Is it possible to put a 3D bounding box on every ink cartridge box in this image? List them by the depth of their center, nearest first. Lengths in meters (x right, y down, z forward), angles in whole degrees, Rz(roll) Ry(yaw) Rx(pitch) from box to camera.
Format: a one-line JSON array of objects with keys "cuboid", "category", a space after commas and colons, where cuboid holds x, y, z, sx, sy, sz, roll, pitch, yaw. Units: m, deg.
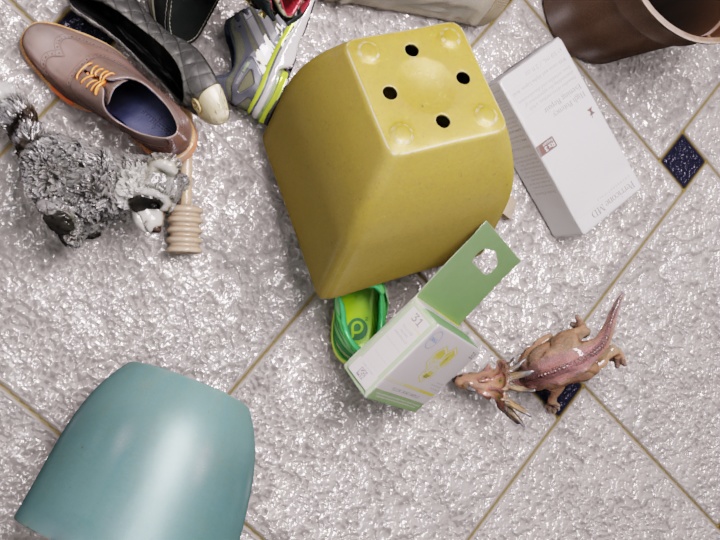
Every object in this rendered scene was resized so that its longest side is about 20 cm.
[{"cuboid": [0.090, 0.056, 0.833, 0.200, 0.145, 0.048, -44, 62, 8], "category": "ink cartridge box"}]

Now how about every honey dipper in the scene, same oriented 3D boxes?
[{"cuboid": [-0.178, -0.119, 0.828, 0.037, 0.038, 0.204, 2, 88, -17], "category": "honey dipper"}]

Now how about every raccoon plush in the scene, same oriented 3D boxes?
[{"cuboid": [-0.251, -0.117, 0.761, 0.133, 0.097, 0.202, -30, 99, -4], "category": "raccoon plush"}]

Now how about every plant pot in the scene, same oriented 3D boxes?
[{"cuboid": [-0.187, 0.182, 0.749, 0.198, 0.200, 0.163, 26, 71, -16], "category": "plant pot"}, {"cuboid": [0.034, -0.119, 0.766, 0.193, 0.200, 0.197, -15, 72, -19], "category": "plant pot"}, {"cuboid": [0.314, -0.329, 0.901, 0.197, 0.198, 0.204, 0, 91, -18], "category": "plant pot"}]

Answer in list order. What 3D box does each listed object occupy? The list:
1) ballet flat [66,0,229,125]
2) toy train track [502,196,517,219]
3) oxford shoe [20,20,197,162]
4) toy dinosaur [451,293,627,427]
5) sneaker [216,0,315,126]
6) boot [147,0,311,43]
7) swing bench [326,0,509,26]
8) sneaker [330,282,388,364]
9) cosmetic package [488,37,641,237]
[{"cuboid": [-0.203, -0.207, 0.786, 0.200, 0.067, 0.057, 43, 53, 9], "category": "ballet flat"}, {"cuboid": [0.096, -0.113, 0.917, 0.198, 0.032, 0.116, 26, 82, -15], "category": "toy train track"}, {"cuboid": [-0.243, -0.182, 0.778, 0.198, 0.073, 0.072, 33, 84, -1], "category": "oxford shoe"}, {"cuboid": [0.213, 0.106, 0.895, 0.135, 0.199, 0.087, -3, 60, -54], "category": "toy dinosaur"}, {"cuboid": [-0.096, -0.257, 0.838, 0.080, 0.074, 0.203, 18, 82, -13], "category": "sneaker"}, {"cuboid": [-0.121, -0.265, 0.747, 0.073, 0.205, 0.154, -16, 58, -44], "category": "boot"}, {"cuboid": [0.069, -0.382, 0.859, 0.196, 0.130, 0.204, 2, 89, -19], "category": "swing bench"}, {"cuboid": [0.000, 0.000, 0.858, 0.073, 0.083, 0.204, -7, 88, -18], "category": "sneaker"}, {"cuboid": [0.229, -0.150, 0.939, 0.101, 0.074, 0.201, -36, 99, -14], "category": "cosmetic package"}]
